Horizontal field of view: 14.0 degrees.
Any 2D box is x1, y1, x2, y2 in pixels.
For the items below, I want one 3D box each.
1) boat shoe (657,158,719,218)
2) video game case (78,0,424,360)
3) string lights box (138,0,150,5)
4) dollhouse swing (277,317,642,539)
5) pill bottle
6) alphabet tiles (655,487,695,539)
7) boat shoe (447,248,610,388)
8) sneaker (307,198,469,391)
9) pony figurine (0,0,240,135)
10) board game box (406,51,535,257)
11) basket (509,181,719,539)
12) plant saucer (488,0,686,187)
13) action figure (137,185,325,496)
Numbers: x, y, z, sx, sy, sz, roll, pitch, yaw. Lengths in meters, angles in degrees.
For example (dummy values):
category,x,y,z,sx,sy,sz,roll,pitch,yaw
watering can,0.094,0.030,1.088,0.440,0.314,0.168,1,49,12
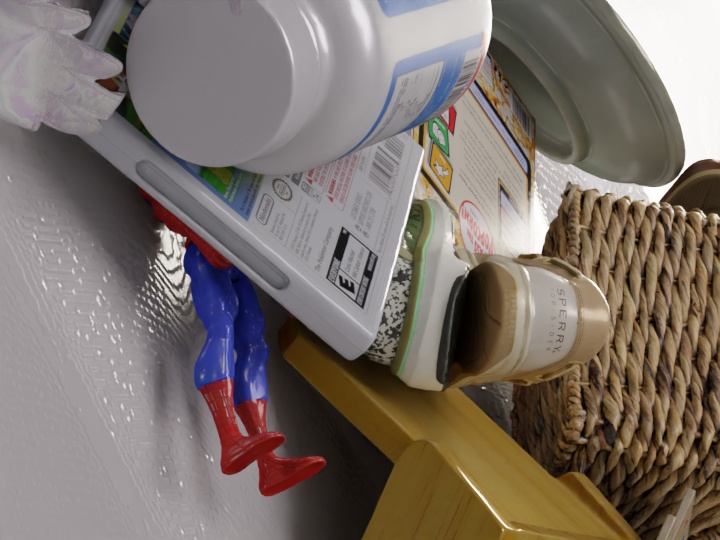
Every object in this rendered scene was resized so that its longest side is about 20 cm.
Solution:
category,x,y,z,sx,sy,sz,roll,pitch,yaw
boat shoe,0.192,0.007,1.828,0.068,0.072,0.201,-91,-167,-51
video game case,-0.053,-0.066,1.390,0.182,0.022,0.200,40,27,-13
string lights box,-0.111,-0.231,1.399,0.201,0.059,0.103,61,25,2
dollhouse swing,0.023,0.144,1.474,0.200,0.175,0.182,17,98,-63
pill bottle,-0.025,-0.105,1.335,0.200,0.112,0.113,-25,95,-64
alphabet tiles,0.129,0.216,1.516,0.167,0.006,0.201,88,27,-62
boat shoe,0.079,0.027,1.474,0.200,0.069,0.074,-160,-105,-82
sneaker,0.000,0.000,1.478,0.200,0.088,0.077,-119,-137,-77
pony figurine,-0.158,-0.152,1.195,0.192,0.167,0.201,14,56,-25
board game box,0.049,-0.062,1.681,0.152,0.046,0.201,52,28,-37
basket,0.169,0.072,1.656,0.143,0.148,0.201,108,-11,-45
plant saucer,0.115,-0.121,1.795,0.200,0.050,0.200,48,-14,16
action figure,-0.063,0.003,1.357,0.065,0.052,0.201,28,35,-55
